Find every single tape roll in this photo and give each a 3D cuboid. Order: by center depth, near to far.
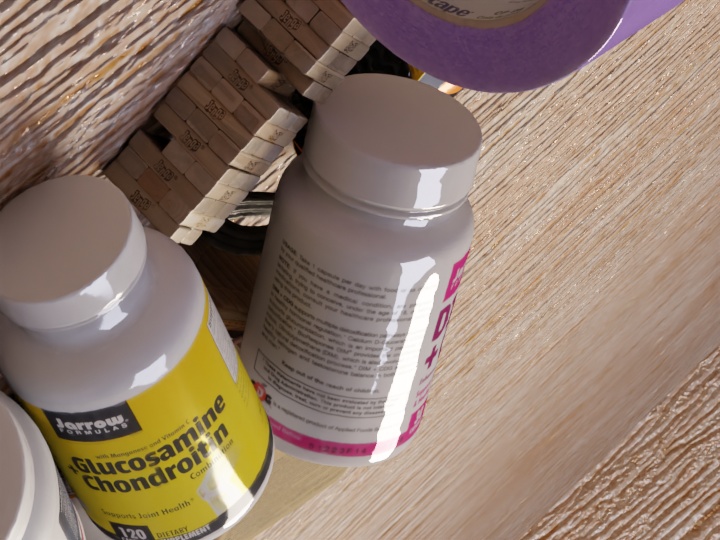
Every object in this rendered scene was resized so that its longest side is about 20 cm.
[{"bbox_3d":[0.064,-0.186,1.033,0.085,0.200,0.201,-32,160,-42],"label":"tape roll"}]

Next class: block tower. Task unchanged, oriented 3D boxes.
[{"bbox_3d":[-0.045,-0.107,1.222,0.200,0.058,0.054,-48,166,8],"label":"block tower"}]

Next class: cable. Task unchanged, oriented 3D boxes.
[{"bbox_3d":[-0.013,-0.034,1.430,0.200,0.097,0.051,-32,154,-43],"label":"cable"}]

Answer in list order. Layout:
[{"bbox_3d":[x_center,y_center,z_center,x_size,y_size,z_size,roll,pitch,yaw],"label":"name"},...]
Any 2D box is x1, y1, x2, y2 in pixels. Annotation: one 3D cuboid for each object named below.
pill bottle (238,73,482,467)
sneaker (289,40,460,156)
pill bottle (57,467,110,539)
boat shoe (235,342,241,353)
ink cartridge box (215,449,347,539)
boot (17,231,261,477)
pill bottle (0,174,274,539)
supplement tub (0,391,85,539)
[{"bbox_3d":[0.000,0.000,1.309,0.113,0.113,0.201,-31,144,-47],"label":"pill bottle"},{"bbox_3d":[0.036,-0.129,1.391,0.200,0.070,0.090,-41,171,-10],"label":"sneaker"},{"bbox_3d":[-0.159,0.177,1.387,0.111,0.111,0.200,-49,-169,7],"label":"pill bottle"},{"bbox_3d":[-0.094,0.070,1.471,0.073,0.075,0.200,-22,-169,3],"label":"boat shoe"},{"bbox_3d":[-0.058,0.114,1.733,0.200,0.075,0.165,-28,155,-51],"label":"ink cartridge box"},{"bbox_3d":[-0.141,0.054,1.394,0.166,0.073,0.200,-41,175,32],"label":"boot"},{"bbox_3d":[-0.122,0.048,1.199,0.112,0.112,0.201,-43,140,-18],"label":"pill bottle"},{"bbox_3d":[-0.215,0.131,1.180,0.140,0.140,0.200,-43,165,-14],"label":"supplement tub"}]
